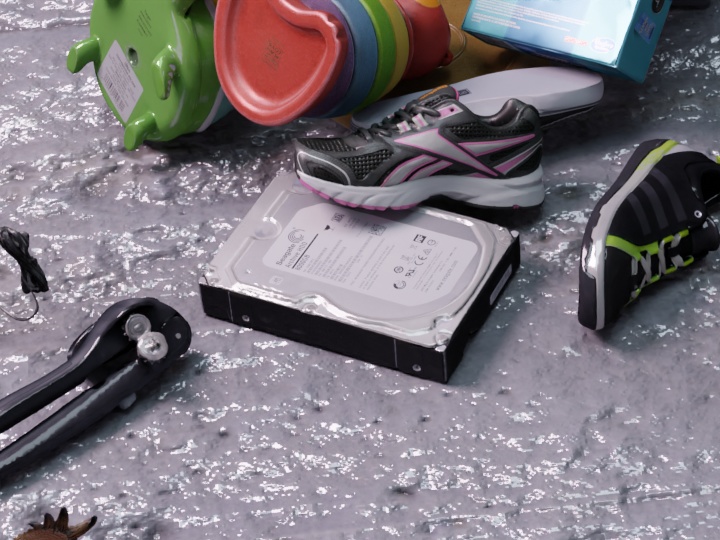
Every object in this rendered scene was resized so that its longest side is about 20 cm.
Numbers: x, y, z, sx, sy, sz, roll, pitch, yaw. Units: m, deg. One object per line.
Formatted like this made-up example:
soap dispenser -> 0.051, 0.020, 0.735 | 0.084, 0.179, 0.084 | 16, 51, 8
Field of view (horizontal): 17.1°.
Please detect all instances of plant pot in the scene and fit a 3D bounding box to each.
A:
plant pot -> 0.054, -0.176, 1.940 | 0.200, 0.028, 0.200 | -3, 43, 2

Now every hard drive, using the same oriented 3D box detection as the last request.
hard drive -> 0.000, 0.000, 1.746 | 0.200, 0.038, 0.140 | 15, 46, 23

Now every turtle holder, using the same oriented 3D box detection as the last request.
turtle holder -> -0.139, -0.194, 1.869 | 0.132, 0.186, 0.141 | -18, 39, -34

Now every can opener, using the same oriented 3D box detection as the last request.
can opener -> -0.200, 0.086, 1.669 | 0.200, 0.079, 0.063 | -41, 92, -29

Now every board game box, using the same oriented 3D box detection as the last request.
board game box -> 0.181, -0.259, 1.852 | 0.151, 0.047, 0.200 | 19, 89, 36

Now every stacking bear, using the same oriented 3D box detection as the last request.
stacking bear -> -0.007, -0.176, 1.828 | 0.121, 0.114, 0.200 | 41, 34, 26

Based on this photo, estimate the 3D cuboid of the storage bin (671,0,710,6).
storage bin -> 0.244, -0.317, 1.994 | 0.145, 0.134, 0.200 | 1, 42, 7

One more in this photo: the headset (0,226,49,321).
headset -> -0.321, 0.030, 1.707 | 0.200, 0.094, 0.124 | -17, 43, 4

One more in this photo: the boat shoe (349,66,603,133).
boat shoe -> 0.091, -0.113, 1.845 | 0.200, 0.057, 0.069 | -11, 24, -6

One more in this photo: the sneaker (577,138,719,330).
sneaker -> 0.218, -0.030, 1.729 | 0.083, 0.072, 0.200 | 15, 46, 19

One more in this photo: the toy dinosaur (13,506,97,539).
toy dinosaur -> -0.173, 0.220, 1.495 | 0.200, 0.086, 0.136 | 27, 44, 24

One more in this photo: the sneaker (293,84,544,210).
sneaker -> 0.044, -0.097, 1.775 | 0.200, 0.086, 0.080 | -1, 19, -21
